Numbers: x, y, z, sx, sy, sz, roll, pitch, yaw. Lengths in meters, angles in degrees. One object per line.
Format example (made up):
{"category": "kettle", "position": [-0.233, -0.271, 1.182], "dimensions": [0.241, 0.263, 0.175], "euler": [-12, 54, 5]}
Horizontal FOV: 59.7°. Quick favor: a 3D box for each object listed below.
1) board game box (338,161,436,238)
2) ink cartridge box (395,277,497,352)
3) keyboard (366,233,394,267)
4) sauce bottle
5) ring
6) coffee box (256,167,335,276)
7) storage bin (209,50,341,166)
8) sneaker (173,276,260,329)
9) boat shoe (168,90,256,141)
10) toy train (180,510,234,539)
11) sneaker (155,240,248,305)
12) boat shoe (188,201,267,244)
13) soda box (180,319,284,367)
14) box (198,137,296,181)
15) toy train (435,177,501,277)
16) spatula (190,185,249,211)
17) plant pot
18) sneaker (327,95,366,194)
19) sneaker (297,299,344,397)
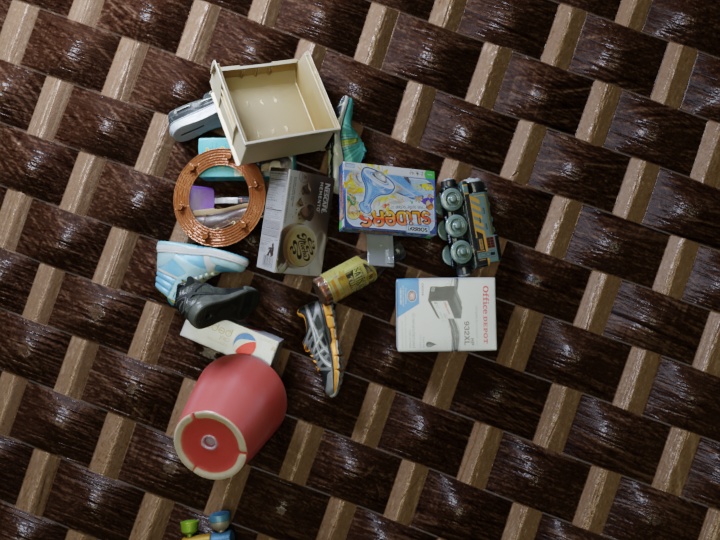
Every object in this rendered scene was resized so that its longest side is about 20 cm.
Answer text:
{"category": "board game box", "position": [0.055, -0.139, 1.260], "dimensions": [0.197, 0.034, 0.137], "euler": [2, 78, -18]}
{"category": "ink cartridge box", "position": [0.171, 0.088, 1.268], "dimensions": [0.197, 0.084, 0.147], "euler": [-1, 88, 2]}
{"category": "keyboard", "position": [0.038, -0.104, 1.278], "dimensions": [0.055, 0.011, 0.203], "euler": [2, 70, -11]}
{"category": "sauce bottle", "position": [0.000, 0.000, 1.268], "dimensions": [0.199, 0.066, 0.067], "euler": [-30, 88, -15]}
{"category": "ring", "position": [-0.286, -0.149, 1.258], "dimensions": [0.197, 0.019, 0.203], "euler": [-1, 84, 10]}
{"category": "coffee box", "position": [-0.129, -0.096, 1.253], "dimensions": [0.112, 0.079, 0.203], "euler": [6, 95, -38]}
{"category": "storage bin", "position": [-0.173, -0.325, 1.233], "dimensions": [0.198, 0.094, 0.201], "euler": [-16, 76, -26]}
{"category": "sneaker", "position": [-0.289, 0.052, 1.245], "dimensions": [0.114, 0.199, 0.077], "euler": [32, 113, 25]}
{"category": "boat shoe", "position": [-0.307, -0.337, 1.299], "dimensions": [0.198, 0.072, 0.072], "euler": [-21, 71, -7]}
{"category": "toy train", "position": [-0.351, 0.564, 1.279], "dimensions": [0.197, 0.085, 0.117], "euler": [-8, 78, 2]}
{"category": "sneaker", "position": [-0.330, 0.016, 1.290], "dimensions": [0.197, 0.080, 0.132], "euler": [8, 87, 12]}
{"category": "boat shoe", "position": [-0.259, -0.097, 1.294], "dimensions": [0.197, 0.070, 0.071], "euler": [-9, 81, 10]}
{"category": "soda box", "position": [-0.262, 0.137, 1.291], "dimensions": [0.198, 0.064, 0.069], "euler": [22, 90, 2]}
{"category": "box", "position": [-0.233, -0.231, 1.305], "dimensions": [0.197, 0.049, 0.084], "euler": [-1, 89, 2]}
{"category": "toy train", "position": [0.218, -0.091, 1.278], "dimensions": [0.112, 0.085, 0.203], "euler": [-9, 86, -11]}
{"category": "spatula", "position": [-0.271, -0.146, 1.319], "dimensions": [0.197, 0.021, 0.057], "euler": [2, 87, 1]}
{"category": "plant pot", "position": [-0.256, 0.286, 1.203], "dimensions": [0.197, 0.178, 0.203], "euler": [3, 108, 9]}
{"category": "sneaker", "position": [-0.027, -0.256, 1.299], "dimensions": [0.079, 0.077, 0.203], "euler": [0, 95, -15]}
{"category": "sneaker", "position": [-0.079, 0.158, 1.282], "dimensions": [0.076, 0.078, 0.203], "euler": [-10, 78, 1]}
